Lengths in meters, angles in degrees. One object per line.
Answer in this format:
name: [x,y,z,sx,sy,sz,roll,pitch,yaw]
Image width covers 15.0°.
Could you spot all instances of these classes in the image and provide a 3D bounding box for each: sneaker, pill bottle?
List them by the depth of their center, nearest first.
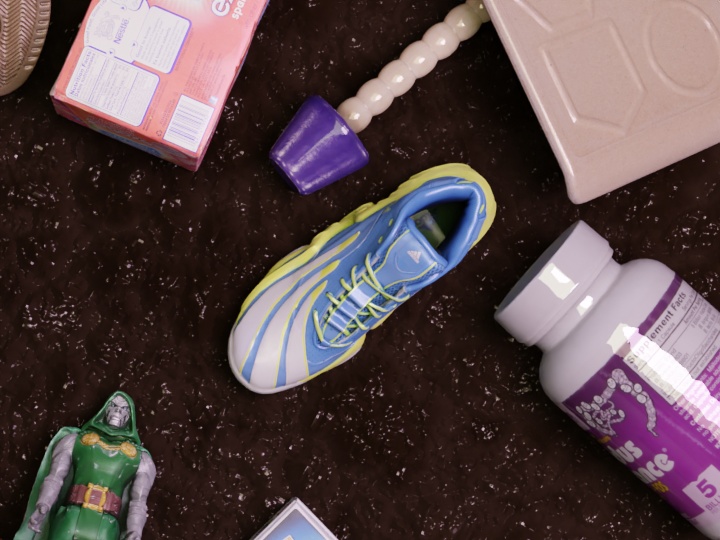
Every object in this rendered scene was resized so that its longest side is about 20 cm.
sneaker: [0.000,0.000,1.691,0.200,0.105,0.076,-41,91,-6]
pill bottle: [0.182,0.065,1.700,0.200,0.112,0.112,41,85,-1]
sneaker: [-0.230,-0.217,1.709,0.070,0.109,0.201,-2,117,-7]

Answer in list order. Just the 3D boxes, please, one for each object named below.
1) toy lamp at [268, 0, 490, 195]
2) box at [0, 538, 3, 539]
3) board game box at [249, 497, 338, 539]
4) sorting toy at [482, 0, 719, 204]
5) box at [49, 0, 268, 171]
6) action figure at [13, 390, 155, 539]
toy lamp: [0.028,-0.123,1.725,0.200,0.058,0.058,-40,91,-5]
box: [-0.287,0.195,1.690,0.200,0.041,0.119,33,85,-5]
board game box: [-0.069,0.256,1.707,0.200,0.035,0.126,-44,92,-6]
sorting toy: [0.155,-0.158,1.717,0.185,0.036,0.201,-23,92,-37]
box: [-0.108,-0.174,1.696,0.102,0.095,0.201,22,85,-3]
action figure: [-0.169,0.164,1.671,0.118,0.055,0.201,16,61,-8]
